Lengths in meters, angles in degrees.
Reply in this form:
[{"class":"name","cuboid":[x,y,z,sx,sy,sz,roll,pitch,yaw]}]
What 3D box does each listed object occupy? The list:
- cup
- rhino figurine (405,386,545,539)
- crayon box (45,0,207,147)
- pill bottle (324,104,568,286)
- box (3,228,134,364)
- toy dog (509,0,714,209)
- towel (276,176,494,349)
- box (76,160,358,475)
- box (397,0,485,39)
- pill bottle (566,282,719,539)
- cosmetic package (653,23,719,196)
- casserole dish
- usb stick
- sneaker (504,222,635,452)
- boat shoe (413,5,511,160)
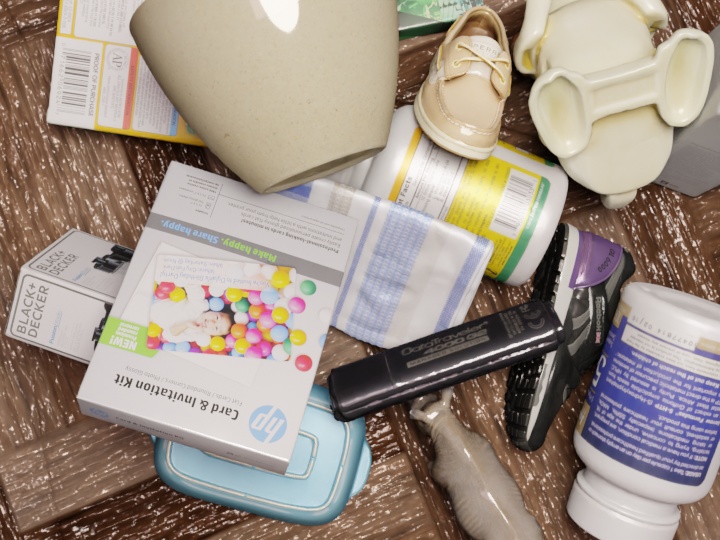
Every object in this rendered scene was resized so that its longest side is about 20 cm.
[{"class":"cup","cuboid":[-0.051,-0.141,0.713,0.199,0.200,0.144,-20,90,-6]},{"class":"rhino figurine","cuboid":[0.089,0.167,0.813,0.060,0.087,0.201,-30,85,-8]},{"class":"crayon box","cuboid":[-0.161,-0.175,0.840,0.198,0.052,0.127,8,97,-2]},{"class":"pill bottle","cuboid":[0.064,-0.072,0.826,0.199,0.113,0.114,22,83,-2]},{"class":"box","cuboid":[-0.169,0.039,0.790,0.198,0.117,0.061,20,109,-1]},{"class":"toy dog","cuboid":[0.200,-0.172,0.815,0.139,0.194,0.201,-22,43,11]},{"class":"towel","cuboid":[0.000,0.000,0.812,0.198,0.148,0.024,20,39,0]},{"class":"box","cuboid":[-0.100,0.031,0.719,0.155,0.041,0.201,18,64,-2]},{"class":"box","cuboid":[0.001,-0.278,0.883,0.198,0.036,0.146,-13,85,-4]},{"class":"pill bottle","cuboid":[0.243,0.122,0.799,0.119,0.120,0.202,16,101,-2]},{"class":"cosmetic package","cuboid":[0.300,-0.136,0.805,0.073,0.200,0.102,19,83,-2]},{"class":"casserole dish","cuboid":[-0.086,0.147,0.829,0.198,0.039,0.122,16,82,-1]},{"class":"usb stick","cuboid":[0.067,0.073,0.793,0.198,0.056,0.033,-20,125,3]},{"class":"sneaker","cuboid":[0.189,0.065,0.842,0.087,0.076,0.202,18,83,-8]},{"class":"boat shoe","cuboid":[0.090,-0.163,0.800,0.073,0.201,0.069,19,125,-9]}]
